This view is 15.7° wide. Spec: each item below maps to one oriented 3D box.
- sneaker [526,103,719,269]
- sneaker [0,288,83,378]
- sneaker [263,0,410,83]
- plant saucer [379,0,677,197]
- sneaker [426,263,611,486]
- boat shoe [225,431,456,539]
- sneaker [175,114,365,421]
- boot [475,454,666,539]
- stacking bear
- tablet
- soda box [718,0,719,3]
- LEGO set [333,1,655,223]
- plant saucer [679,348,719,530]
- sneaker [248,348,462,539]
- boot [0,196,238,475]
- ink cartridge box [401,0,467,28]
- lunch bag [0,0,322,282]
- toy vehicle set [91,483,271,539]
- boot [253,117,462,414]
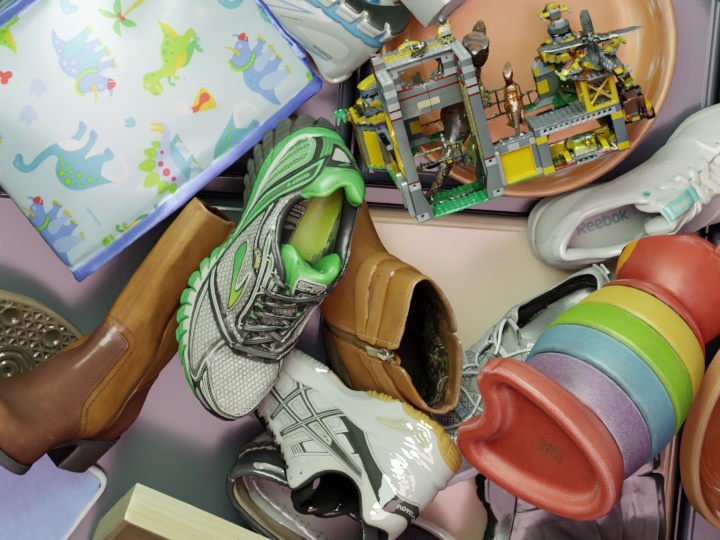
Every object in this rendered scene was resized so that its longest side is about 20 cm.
[{"bbox_3d":[0.211,-0.050,1.733,0.200,0.088,0.075,-28,100,-2],"label":"sneaker"},{"bbox_3d":[-0.269,0.024,1.699,0.200,0.076,0.071,21,106,-32],"label":"sneaker"},{"bbox_3d":[-0.069,-0.195,1.687,0.200,0.075,0.087,42,127,1],"label":"sneaker"},{"bbox_3d":[0.109,-0.150,1.730,0.199,0.037,0.201,-1,99,-7],"label":"plant saucer"},{"bbox_3d":[0.092,0.062,1.720,0.200,0.082,0.075,-40,59,-17],"label":"sneaker"},{"bbox_3d":[-0.002,0.182,1.729,0.200,0.060,0.074,39,118,4],"label":"boat shoe"},{"bbox_3d":[-0.056,0.007,1.620,0.078,0.085,0.201,11,112,-24],"label":"sneaker"},{"bbox_3d":[0.146,0.189,1.772,0.131,0.070,0.201,-1,100,-6],"label":"boot"},{"bbox_3d":[0.168,0.053,1.655,0.114,0.122,0.200,35,59,12],"label":"stacking bear"},{"bbox_3d":[-0.284,0.133,1.738,0.200,0.014,0.130,37,93,-12],"label":"tablet"},{"bbox_3d":[0.243,-0.237,1.719,0.068,0.064,0.200,-36,102,-1],"label":"soda box"},{"bbox_3d":[0.077,-0.125,1.634,0.199,0.154,0.116,-14,118,3],"label":"LEGO set"},{"bbox_3d":[0.289,0.085,1.747,0.200,0.032,0.201,-23,131,-29],"label":"plant saucer"},{"bbox_3d":[-0.032,0.110,1.678,0.088,0.200,0.076,-54,135,-15],"label":"sneaker"},{"bbox_3d":[-0.155,0.040,1.644,0.200,0.188,0.068,-49,63,9],"label":"boot"},{"bbox_3d":[0.035,-0.278,1.649,0.147,0.083,0.200,-43,91,-9],"label":"ink cartridge box"},{"bbox_3d":[-0.150,-0.124,1.657,0.200,0.127,0.170,-37,102,10],"label":"lunch bag"},{"bbox_3d":[-0.075,0.203,1.720,0.199,0.124,0.027,24,68,-10],"label":"toy vehicle set"},{"bbox_3d":[0.000,0.000,1.675,0.076,0.155,0.201,-17,101,-18],"label":"boot"}]
